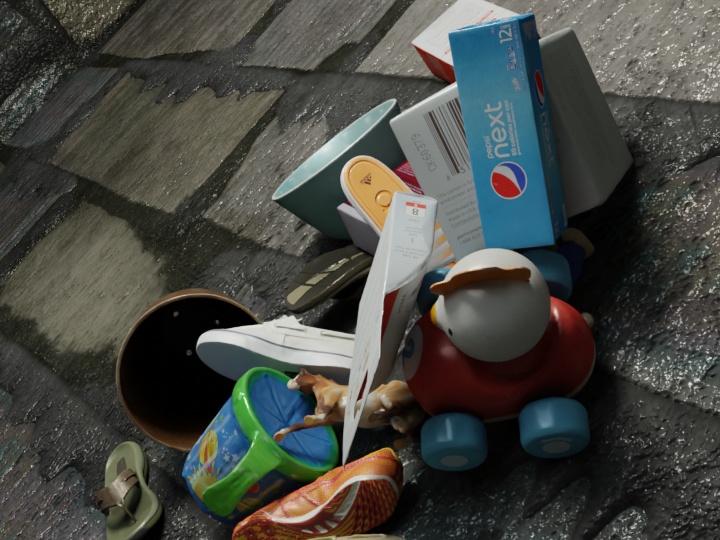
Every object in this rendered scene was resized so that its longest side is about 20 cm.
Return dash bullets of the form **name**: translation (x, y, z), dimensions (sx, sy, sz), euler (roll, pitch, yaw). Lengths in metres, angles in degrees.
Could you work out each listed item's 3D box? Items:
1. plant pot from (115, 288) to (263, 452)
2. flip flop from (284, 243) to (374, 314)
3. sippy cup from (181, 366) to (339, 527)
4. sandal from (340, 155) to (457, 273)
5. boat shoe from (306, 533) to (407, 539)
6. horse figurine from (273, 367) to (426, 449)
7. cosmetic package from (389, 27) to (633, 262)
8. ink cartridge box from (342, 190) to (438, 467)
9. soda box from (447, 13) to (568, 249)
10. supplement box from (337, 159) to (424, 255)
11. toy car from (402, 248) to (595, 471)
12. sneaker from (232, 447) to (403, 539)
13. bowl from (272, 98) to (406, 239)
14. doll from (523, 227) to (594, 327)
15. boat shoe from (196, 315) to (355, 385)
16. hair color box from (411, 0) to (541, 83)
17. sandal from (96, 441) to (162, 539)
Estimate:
- **plant pot**: translation (-0.202, 0.096, 1.371), dimensions (0.187, 0.187, 0.200), euler (-42, 16, 1)
- **flip flop**: translation (0.000, 0.000, 1.359), dimensions (0.199, 0.058, 0.081), euler (-32, 29, -12)
- **sippy cup**: translation (-0.113, 0.194, 1.178), dimensions (0.130, 0.177, 0.140), euler (-44, 57, 19)
- **sandal**: translation (0.057, -0.048, 1.211), dimensions (0.079, 0.207, 0.059), euler (-45, -5, -15)
- **boat shoe**: translation (-0.034, 0.281, 1.037), dimensions (0.199, 0.073, 0.065), euler (-22, 0, 39)
- **horse figurine**: translation (0.005, 0.139, 1.129), dimensions (0.198, 0.051, 0.132), euler (-3, 11, 20)
- **cosmetic package**: translation (0.161, -0.131, 1.149), dimensions (0.164, 0.166, 0.200), euler (-25, 6, 28)
- **ink cartridge box**: translation (0.027, 0.054, 1.005), dimensions (0.163, 0.050, 0.201), euler (106, 171, -46)
- **soda box**: translation (0.135, -0.124, 1.013), dimensions (0.067, 0.202, 0.064), euler (-6, 13, 24)
- **supplement box**: translation (0.084, -0.093, 1.320), dimensions (0.199, 0.061, 0.109), euler (-36, 30, -14)
- **toy car**: translation (0.103, 0.045, 0.969), dimensions (0.175, 0.200, 0.186), euler (-10, 56, 17)
- **sneaker**: translation (-0.038, 0.239, 1.103), dimensions (0.199, 0.073, 0.077), euler (-25, 12, 21)
- **bowl**: translation (-0.004, -0.115, 1.422), dimensions (0.200, 0.105, 0.201), euler (-38, 11, 9)
- **doll**: translation (0.169, 0.046, 1.099), dimensions (0.135, 0.049, 0.201), euler (3, 53, 38)
- **boat shoe**: translation (-0.082, 0.086, 1.254), dimensions (0.198, 0.071, 0.070), euler (6, 47, 10)
- **hair color box**: translation (0.161, -0.307, 1.542), dimensions (0.111, 0.064, 0.200), euler (-41, 29, 0)
- **sandal**: translation (-0.292, 0.269, 1.353), dimensions (0.080, 0.057, 0.201), euler (-42, 30, 1)
